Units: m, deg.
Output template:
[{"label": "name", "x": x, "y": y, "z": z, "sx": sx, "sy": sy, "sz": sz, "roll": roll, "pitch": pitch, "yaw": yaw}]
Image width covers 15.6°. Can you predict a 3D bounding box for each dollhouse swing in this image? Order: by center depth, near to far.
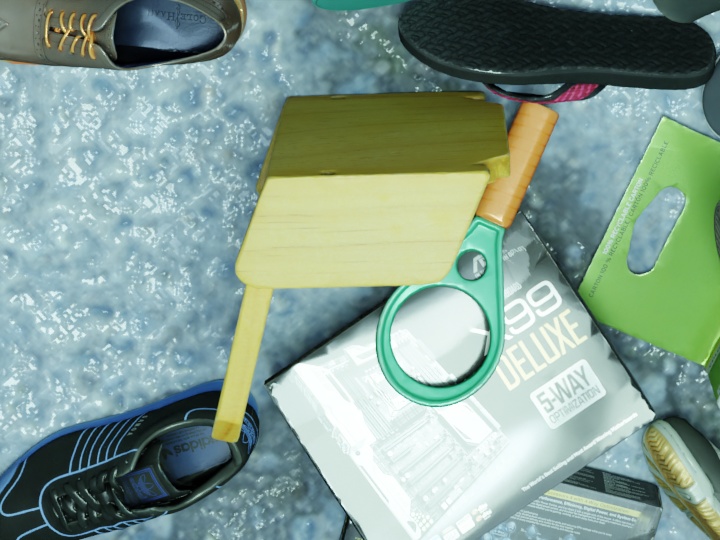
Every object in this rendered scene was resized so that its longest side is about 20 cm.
[{"label": "dollhouse swing", "x": 0.000, "y": 0.000, "z": 1.599, "sx": 0.181, "sy": 0.200, "sz": 0.177, "roll": -1, "pitch": 106, "yaw": 2}]

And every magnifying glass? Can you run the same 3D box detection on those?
[{"label": "magnifying glass", "x": 0.072, "y": -0.010, "z": 1.633, "sx": 0.079, "sy": 0.022, "sz": 0.201, "roll": 24, "pitch": 85, "yaw": 4}]

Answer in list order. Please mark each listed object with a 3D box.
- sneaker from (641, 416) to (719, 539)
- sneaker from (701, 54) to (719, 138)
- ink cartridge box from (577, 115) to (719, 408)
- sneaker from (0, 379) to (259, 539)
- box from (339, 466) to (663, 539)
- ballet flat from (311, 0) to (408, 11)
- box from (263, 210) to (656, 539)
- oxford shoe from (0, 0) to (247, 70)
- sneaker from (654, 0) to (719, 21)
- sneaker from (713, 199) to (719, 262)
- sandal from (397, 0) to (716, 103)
[{"label": "sneaker", "x": 0.268, "y": 0.153, "z": 1.717, "sx": 0.088, "sy": 0.076, "sz": 0.200, "roll": -46, "pitch": 104, "yaw": -3}, {"label": "sneaker", "x": 0.271, "y": -0.124, "z": 1.576, "sx": 0.200, "sy": 0.079, "sz": 0.079, "roll": -25, "pitch": 87, "yaw": 43}, {"label": "ink cartridge box", "x": 0.253, "y": 0.014, "z": 1.663, "sx": 0.199, "sy": 0.076, "sz": 0.148, "roll": 23, "pitch": 106, "yaw": -7}, {"label": "sneaker", "x": -0.158, "y": 0.134, "z": 1.707, "sx": 0.199, "sy": 0.078, "sz": 0.070, "roll": -27, "pitch": 105, "yaw": 9}, {"label": "box", "x": 0.083, "y": 0.197, "z": 1.737, "sx": 0.199, "sy": 0.049, "sz": 0.162, "roll": 13, "pitch": 108, "yaw": -2}, {"label": "ballet flat", "x": 0.055, "y": -0.208, "z": 1.600, "sx": 0.199, "sy": 0.068, "sz": 0.068, "roll": -10, "pitch": 74, "yaw": 27}, {"label": "box", "x": 0.062, "y": 0.081, "z": 1.668, "sx": 0.199, "sy": 0.050, "sz": 0.158, "roll": -33, "pitch": 92, "yaw": -1}, {"label": "oxford shoe", "x": -0.172, "y": -0.157, "z": 1.622, "sx": 0.199, "sy": 0.073, "sz": 0.072, "roll": -2, "pitch": 107, "yaw": 2}, {"label": "sneaker", "x": 0.194, "y": -0.212, "z": 1.546, "sx": 0.106, "sy": 0.075, "sz": 0.200, "roll": -24, "pitch": 139, "yaw": 25}, {"label": "sneaker", "x": 0.289, "y": 0.026, "z": 1.596, "sx": 0.106, "sy": 0.075, "sz": 0.201, "roll": -24, "pitch": 113, "yaw": 3}, {"label": "sandal", "x": 0.120, "y": -0.129, "z": 1.629, "sx": 0.199, "sy": 0.075, "sz": 0.045, "roll": 5, "pitch": 138, "yaw": -7}]
